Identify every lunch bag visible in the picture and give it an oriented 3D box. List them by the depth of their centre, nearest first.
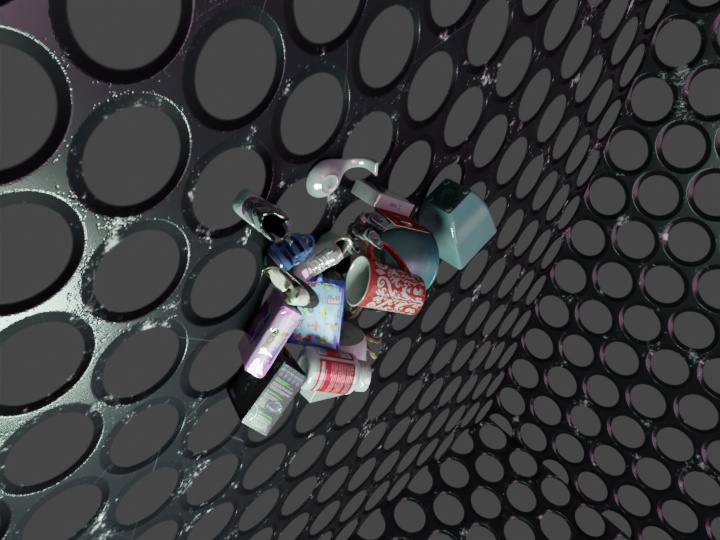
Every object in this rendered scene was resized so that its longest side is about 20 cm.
[{"bbox_3d":[-0.119,0.101,1.682,0.095,0.145,0.205,-82,179,-58],"label":"lunch bag"}]

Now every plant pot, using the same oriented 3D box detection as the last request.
[{"bbox_3d":[0.102,-0.035,1.848,0.184,0.200,0.204,-1,124,-36],"label":"plant pot"},{"bbox_3d":[0.295,-0.171,1.987,0.196,0.195,0.202,-44,140,-16],"label":"plant pot"}]

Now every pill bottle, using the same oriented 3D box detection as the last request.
[{"bbox_3d":[-0.073,0.277,1.698,0.195,0.113,0.115,13,114,-29],"label":"pill bottle"}]

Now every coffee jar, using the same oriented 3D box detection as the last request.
[{"bbox_3d":[-0.049,0.076,1.826,0.106,0.084,0.199,-57,150,-1],"label":"coffee jar"}]

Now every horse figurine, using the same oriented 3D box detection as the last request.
[{"bbox_3d":[-0.016,0.264,2.058,0.199,0.133,0.050,-37,169,-43],"label":"horse figurine"}]

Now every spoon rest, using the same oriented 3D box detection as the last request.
[{"bbox_3d":[-0.051,-0.241,1.540,0.196,0.061,0.101,-20,137,-26],"label":"spoon rest"}]

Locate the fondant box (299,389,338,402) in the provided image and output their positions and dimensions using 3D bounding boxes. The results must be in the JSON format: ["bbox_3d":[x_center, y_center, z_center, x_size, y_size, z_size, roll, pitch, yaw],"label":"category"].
[{"bbox_3d":[-0.098,0.352,2.071,0.198,0.058,0.147,2,119,-58],"label":"fondant box"}]

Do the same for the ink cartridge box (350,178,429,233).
[{"bbox_3d":[0.091,-0.174,1.681,0.198,0.175,0.046,6,117,-57],"label":"ink cartridge box"}]

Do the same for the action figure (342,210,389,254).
[{"bbox_3d":[0.010,-0.105,1.662,0.069,0.199,0.132,33,82,-19],"label":"action figure"}]

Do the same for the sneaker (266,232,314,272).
[{"bbox_3d":[-0.163,-0.051,1.479,0.082,0.075,0.200,-37,-177,13],"label":"sneaker"}]

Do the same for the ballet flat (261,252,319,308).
[{"bbox_3d":[-0.178,0.042,1.536,0.067,0.069,0.200,-31,119,23],"label":"ballet flat"}]

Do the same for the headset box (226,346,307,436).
[{"bbox_3d":[-0.248,0.297,1.653,0.092,0.174,0.202,37,90,-31],"label":"headset box"}]

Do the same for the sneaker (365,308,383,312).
[{"bbox_3d":[0.052,0.085,1.926,0.112,0.197,0.079,17,80,-37],"label":"sneaker"}]

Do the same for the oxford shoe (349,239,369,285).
[{"bbox_3d":[0.000,0.000,1.755,0.072,0.069,0.207,-18,99,-61],"label":"oxford shoe"}]

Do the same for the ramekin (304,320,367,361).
[{"bbox_3d":[-0.070,0.226,1.852,0.200,0.199,0.097,-15,123,-48],"label":"ramekin"}]

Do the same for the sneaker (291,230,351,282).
[{"bbox_3d":[-0.104,-0.036,1.608,0.200,0.098,0.076,-44,123,-26],"label":"sneaker"}]

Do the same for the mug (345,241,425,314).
[{"bbox_3d":[0.079,0.029,1.688,0.195,0.133,0.182,15,102,-29],"label":"mug"}]

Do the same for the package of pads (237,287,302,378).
[{"bbox_3d":[-0.237,0.159,1.595,0.075,0.120,0.203,29,97,-31],"label":"package of pads"}]

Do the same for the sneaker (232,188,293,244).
[{"bbox_3d":[-0.187,-0.096,1.385,0.079,0.139,0.199,-56,150,6],"label":"sneaker"}]
